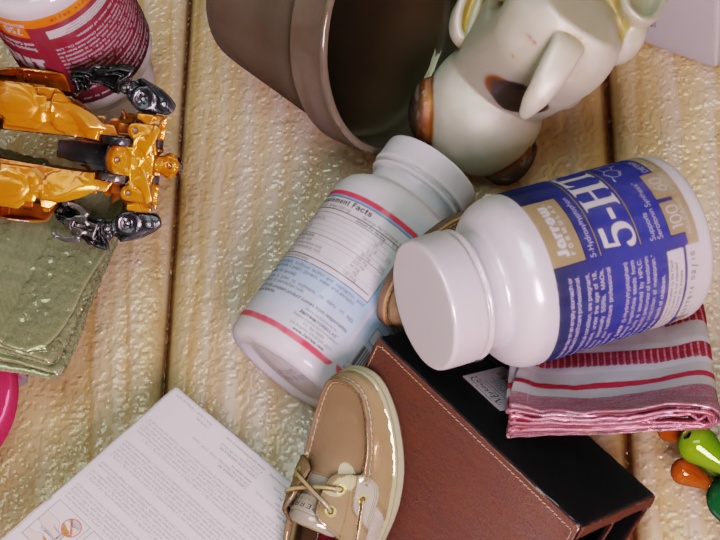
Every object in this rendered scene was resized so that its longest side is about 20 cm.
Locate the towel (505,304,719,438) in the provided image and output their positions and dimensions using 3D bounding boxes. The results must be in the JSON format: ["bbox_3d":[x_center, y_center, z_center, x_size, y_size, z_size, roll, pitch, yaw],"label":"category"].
[{"bbox_3d":[0.176,0.056,1.166,0.142,0.023,0.200,-3,26,9],"label":"towel"}]

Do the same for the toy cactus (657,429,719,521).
[{"bbox_3d":[0.275,0.164,1.106,0.101,0.200,0.167,-17,104,-20],"label":"toy cactus"}]

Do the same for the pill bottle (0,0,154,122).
[{"bbox_3d":[-0.235,-0.203,1.337,0.112,0.200,0.114,-4,64,9],"label":"pill bottle"}]

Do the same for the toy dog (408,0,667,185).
[{"bbox_3d":[0.127,-0.151,1.256,0.138,0.200,0.195,20,50,-19],"label":"toy dog"}]

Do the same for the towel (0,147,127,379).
[{"bbox_3d":[-0.273,-0.007,1.316,0.147,0.037,0.201,14,57,6],"label":"towel"}]

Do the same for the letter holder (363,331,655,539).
[{"bbox_3d":[0.080,0.156,1.162,0.200,0.100,0.143,42,120,28],"label":"letter holder"}]

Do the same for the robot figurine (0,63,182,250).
[{"bbox_3d":[-0.238,-0.096,1.294,0.198,0.058,0.147,8,97,-3],"label":"robot figurine"}]

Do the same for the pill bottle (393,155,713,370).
[{"bbox_3d":[0.130,-0.001,1.129,0.198,0.120,0.120,-16,60,-22],"label":"pill bottle"}]

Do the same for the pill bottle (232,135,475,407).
[{"bbox_3d":[0.000,0.000,1.245,0.108,0.109,0.201,30,73,22],"label":"pill bottle"}]

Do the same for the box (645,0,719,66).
[{"bbox_3d":[0.263,-0.295,1.337,0.151,0.107,0.201,23,71,20],"label":"box"}]

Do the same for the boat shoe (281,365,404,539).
[{"bbox_3d":[-0.019,0.167,1.137,0.074,0.066,0.202,10,100,41],"label":"boat shoe"}]

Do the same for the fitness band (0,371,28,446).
[{"bbox_3d":[-0.351,0.082,1.318,0.143,0.037,0.201,-35,62,-4],"label":"fitness band"}]

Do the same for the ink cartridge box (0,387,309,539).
[{"bbox_3d":[-0.148,0.200,1.189,0.160,0.050,0.200,36,64,23],"label":"ink cartridge box"}]

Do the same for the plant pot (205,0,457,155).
[{"bbox_3d":[-0.026,-0.210,1.320,0.173,0.200,0.201,20,69,36],"label":"plant pot"}]

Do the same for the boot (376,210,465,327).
[{"bbox_3d":[0.101,-0.001,1.209,0.199,0.074,0.075,-24,48,-30],"label":"boot"}]
